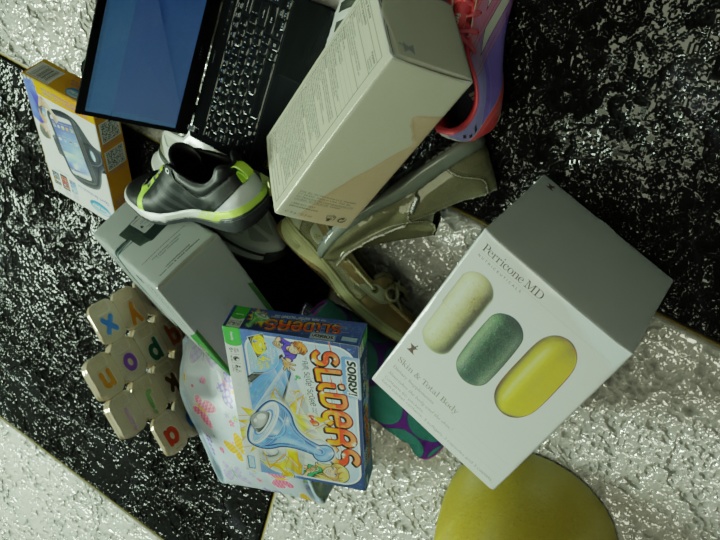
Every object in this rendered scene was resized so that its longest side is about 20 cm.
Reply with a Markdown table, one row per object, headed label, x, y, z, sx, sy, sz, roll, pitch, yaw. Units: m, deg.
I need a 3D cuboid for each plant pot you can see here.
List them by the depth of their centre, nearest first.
| label | x | y | z | sx | sy | sz | roll | pitch | yaw |
| --- | --- | --- | --- | --- | --- | --- | --- | --- | --- |
| plant pot | 0.154 | 0.314 | 0.869 | 0.198 | 0.142 | 0.202 | 14 | 120 | 26 |

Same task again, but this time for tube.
| label | x | y | z | sx | sy | sz | roll | pitch | yaw |
| --- | --- | --- | --- | --- | --- | --- | --- | --- | --- |
| tube | -0.096 | -0.179 | 0.855 | 0.057 | 0.052 | 0.202 | -11 | 103 | -6 |

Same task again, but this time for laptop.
| label | x | y | z | sx | sy | sz | roll | pitch | yaw |
| --- | --- | --- | --- | --- | --- | --- | --- | --- | --- |
| laptop | -0.150 | -0.198 | 0.795 | 0.199 | 0.103 | 0.179 | 28 | 114 | 19 |

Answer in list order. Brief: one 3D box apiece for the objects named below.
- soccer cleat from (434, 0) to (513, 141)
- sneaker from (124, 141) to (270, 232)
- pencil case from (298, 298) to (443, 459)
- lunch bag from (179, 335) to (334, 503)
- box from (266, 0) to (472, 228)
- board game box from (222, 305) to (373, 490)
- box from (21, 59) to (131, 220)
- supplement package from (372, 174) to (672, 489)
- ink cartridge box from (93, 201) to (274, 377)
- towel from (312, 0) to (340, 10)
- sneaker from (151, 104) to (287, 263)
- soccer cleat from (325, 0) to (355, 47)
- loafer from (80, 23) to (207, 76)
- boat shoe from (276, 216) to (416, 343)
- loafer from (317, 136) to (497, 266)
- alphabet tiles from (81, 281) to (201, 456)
| label | x | y | z | sx | sy | sz | roll | pitch | yaw |
| --- | --- | --- | --- | --- | --- | --- | --- | --- | --- |
| soccer cleat | 0.089 | -0.209 | 0.692 | 0.066 | 0.076 | 0.202 | 9 | 109 | 29 |
| sneaker | -0.168 | -0.095 | 0.819 | 0.199 | 0.072 | 0.083 | 7 | 136 | 36 |
| pencil case | 0.012 | 0.113 | 0.866 | 0.199 | 0.085 | 0.093 | 35 | 125 | -9 |
| lunch bag | -0.108 | 0.153 | 0.974 | 0.168 | 0.127 | 0.201 | -1 | 121 | 35 |
| box | -0.001 | -0.132 | 0.692 | 0.200 | 0.077 | 0.096 | -45 | 44 | 45 |
| board game box | -0.057 | 0.130 | 0.823 | 0.134 | 0.035 | 0.202 | 6 | 127 | 13 |
| box | -0.333 | -0.141 | 1.001 | 0.118 | 0.041 | 0.201 | 28 | 139 | 22 |
| supplement package | 0.142 | 0.054 | 0.744 | 0.152 | 0.150 | 0.201 | 41 | 128 | 10 |
| ink cartridge box | -0.191 | 0.009 | 0.906 | 0.199 | 0.083 | 0.147 | 28 | 157 | 51 |
| towel | -0.011 | -0.231 | 0.789 | 0.143 | 0.023 | 0.202 | 4 | 114 | 31 |
| sneaker | -0.145 | -0.105 | 0.897 | 0.200 | 0.075 | 0.116 | 43 | 130 | 15 |
| soccer cleat | 0.001 | -0.207 | 0.746 | 0.200 | 0.068 | 0.086 | -53 | 44 | 50 |
| loafer | -0.238 | -0.247 | 0.905 | 0.199 | 0.068 | 0.071 | -6 | 87 | 40 |
| boat shoe | 0.000 | 0.000 | 0.868 | 0.201 | 0.073 | 0.063 | 44 | 98 | 14 |
| loafer | 0.044 | -0.054 | 0.788 | 0.199 | 0.075 | 0.070 | -32 | 102 | 23 |
| alphabet tiles | -0.242 | 0.109 | 0.988 | 0.015 | 0.200 | 0.197 | -22 | 100 | 32 |
